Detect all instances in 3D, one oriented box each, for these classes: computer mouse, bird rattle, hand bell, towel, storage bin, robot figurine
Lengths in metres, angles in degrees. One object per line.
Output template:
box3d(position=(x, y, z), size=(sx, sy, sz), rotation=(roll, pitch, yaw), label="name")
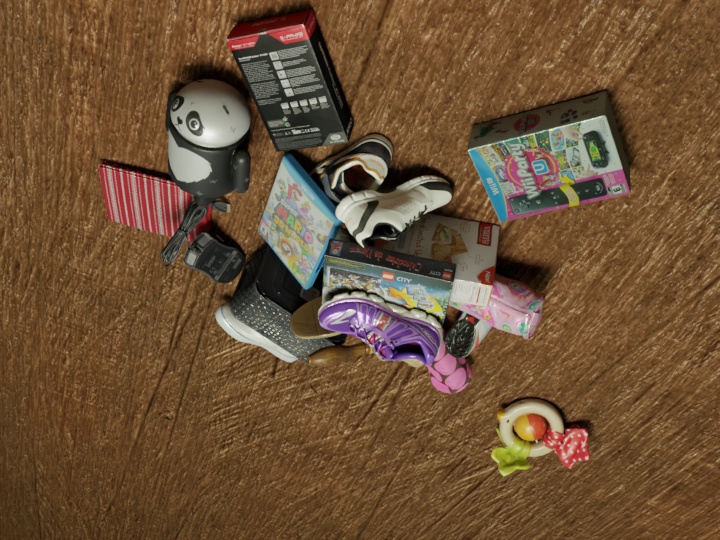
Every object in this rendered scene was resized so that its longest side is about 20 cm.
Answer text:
box3d(position=(-0.263, -0.058, 1.475), size=(0.046, 0.141, 0.199), rotation=(36, -173, 32), label="computer mouse")
box3d(position=(0.357, 0.335, 1.693), size=(0.198, 0.113, 0.164), rotation=(-14, 114, 24), label="bird rattle")
box3d(position=(0.003, 0.131, 1.401), size=(0.198, 0.105, 0.105), rotation=(-10, 146, -26), label="hand bell")
box3d(position=(-0.358, -0.117, 1.476), size=(0.197, 0.023, 0.145), rotation=(14, 140, 4), label="towel")
box3d(position=(-0.118, 0.057, 1.503), size=(0.199, 0.136, 0.094), rotation=(35, 135, -20), label="storage bin")
box3d(position=(-0.234, -0.193, 1.280), size=(0.148, 0.126, 0.201), rotation=(11, 139, -7), label="robot figurine")

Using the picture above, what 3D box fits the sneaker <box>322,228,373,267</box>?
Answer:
box3d(position=(0.000, 0.000, 1.447), size=(0.198, 0.086, 0.077), rotation=(21, 138, -8), label="sneaker")

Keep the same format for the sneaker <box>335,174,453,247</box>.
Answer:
box3d(position=(0.062, -0.087, 1.284), size=(0.198, 0.081, 0.074), rotation=(-18, 152, -23), label="sneaker")

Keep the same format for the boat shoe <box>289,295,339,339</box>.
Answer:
box3d(position=(-0.021, 0.075, 1.421), size=(0.197, 0.072, 0.065), rotation=(-16, 158, 0), label="boat shoe")

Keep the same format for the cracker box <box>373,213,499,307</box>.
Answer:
box3d(position=(0.119, -0.024, 1.349), size=(0.197, 0.135, 0.058), rotation=(10, 139, 5), label="cracker box")

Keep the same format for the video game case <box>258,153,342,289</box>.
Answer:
box3d(position=(-0.103, -0.076, 1.379), size=(0.143, 0.018, 0.201), rotation=(50, 144, 16), label="video game case")

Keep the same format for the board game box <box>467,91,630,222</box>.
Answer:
box3d(position=(0.275, -0.160, 1.213), size=(0.198, 0.065, 0.148), rotation=(-11, 132, 27), label="board game box")

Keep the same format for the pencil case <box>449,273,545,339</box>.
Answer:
box3d(position=(0.206, 0.041, 1.390), size=(0.198, 0.088, 0.088), rotation=(24, 141, 17), label="pencil case")

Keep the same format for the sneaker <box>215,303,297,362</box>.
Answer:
box3d(position=(-0.187, 0.108, 1.639), size=(0.199, 0.074, 0.071), rotation=(28, 128, -27), label="sneaker")

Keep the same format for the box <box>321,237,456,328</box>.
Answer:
box3d(position=(0.040, 0.027, 1.298), size=(0.197, 0.038, 0.137), rotation=(12, 139, 4), label="box")

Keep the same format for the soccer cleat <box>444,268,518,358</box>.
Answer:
box3d(position=(0.219, 0.069, 1.483), size=(0.068, 0.073, 0.201), rotation=(39, 122, 15), label="soccer cleat")

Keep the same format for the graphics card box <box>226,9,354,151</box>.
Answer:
box3d(position=(-0.097, -0.270, 1.214), size=(0.124, 0.051, 0.201), rotation=(-5, 133, 21), label="graphics card box")

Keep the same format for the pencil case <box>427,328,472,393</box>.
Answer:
box3d(position=(0.132, 0.148, 1.565), size=(0.093, 0.091, 0.201), rotation=(-8, 135, 32), label="pencil case")

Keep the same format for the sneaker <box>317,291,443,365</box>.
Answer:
box3d(position=(0.028, 0.093, 1.282), size=(0.197, 0.084, 0.081), rotation=(13, 140, 4), label="sneaker")

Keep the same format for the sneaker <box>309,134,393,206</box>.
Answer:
box3d(position=(-0.032, -0.135, 1.320), size=(0.078, 0.080, 0.199), rotation=(35, 136, -22), label="sneaker")
